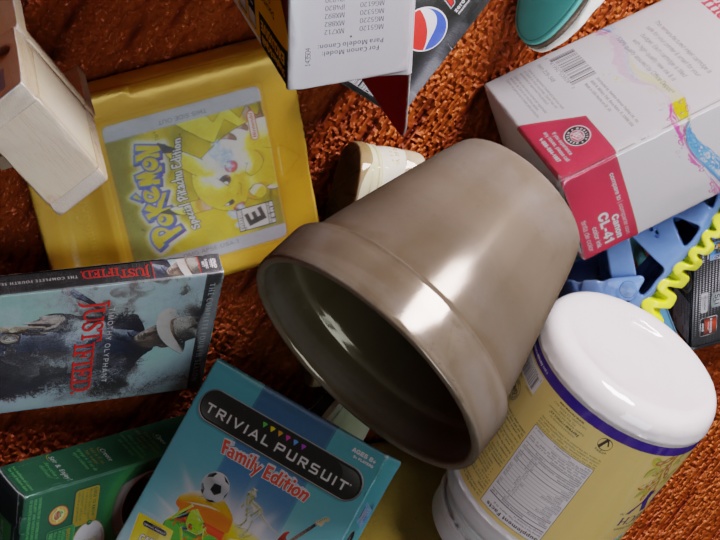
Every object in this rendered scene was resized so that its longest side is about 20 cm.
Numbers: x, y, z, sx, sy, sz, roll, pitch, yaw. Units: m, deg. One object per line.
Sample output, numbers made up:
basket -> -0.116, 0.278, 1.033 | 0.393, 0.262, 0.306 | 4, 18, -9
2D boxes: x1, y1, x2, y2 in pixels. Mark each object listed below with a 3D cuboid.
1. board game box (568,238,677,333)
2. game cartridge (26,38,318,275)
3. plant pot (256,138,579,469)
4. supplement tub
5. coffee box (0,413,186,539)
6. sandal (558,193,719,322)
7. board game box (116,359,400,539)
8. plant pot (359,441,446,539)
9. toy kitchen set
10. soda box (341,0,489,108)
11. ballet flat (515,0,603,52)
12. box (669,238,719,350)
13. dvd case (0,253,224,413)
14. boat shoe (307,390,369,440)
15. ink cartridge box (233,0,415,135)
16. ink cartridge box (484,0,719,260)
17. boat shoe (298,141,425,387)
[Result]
board game box -> 0.148, 0.061, 1.427 | 0.199, 0.047, 0.152 | -25, 106, -4
game cartridge -> -0.134, -0.064, 1.270 | 0.199, 0.032, 0.177 | -17, 127, -11
plant pot -> 0.057, 0.009, 1.241 | 0.174, 0.199, 0.201 | -45, 131, -21
supplement tub -> 0.153, 0.131, 1.317 | 0.145, 0.146, 0.200 | 13, 126, -28
coffee box -> -0.187, 0.184, 1.367 | 0.199, 0.044, 0.124 | -15, 129, -37
sandal -> 0.216, -0.025, 1.356 | 0.087, 0.080, 0.201 | 29, 97, -11
board game box -> -0.086, 0.189, 1.300 | 0.201, 0.150, 0.047 | -61, 163, -4
plant pot -> 0.020, 0.257, 1.453 | 0.199, 0.195, 0.196 | 8, 119, -21
toy kitchen set -> -0.288, -0.089, 1.086 | 0.200, 0.181, 0.163 | -37, 119, 6
soda box -> 0.053, -0.209, 1.223 | 0.063, 0.071, 0.200 | 28, 109, -35
ballet flat -> 0.171, -0.245, 1.258 | 0.069, 0.070, 0.201 | 5, 119, -24
box -> 0.337, -0.043, 1.465 | 0.159, 0.044, 0.201 | -13, 126, -12
dvd case -> -0.205, 0.049, 1.295 | 0.199, 0.022, 0.146 | -7, 143, -20
boat shoe -> -0.056, 0.145, 1.399 | 0.200, 0.066, 0.075 | -55, 150, -22
ink cartridge box -> -0.034, -0.198, 1.113 | 0.083, 0.200, 0.176 | -8, 124, -16
ink cartridge box -> 0.212, -0.115, 1.303 | 0.199, 0.148, 0.086 | -24, 128, -4
boat shoe -> 0.000, 0.000, 1.344 | 0.065, 0.072, 0.201 | 5, 114, -23
